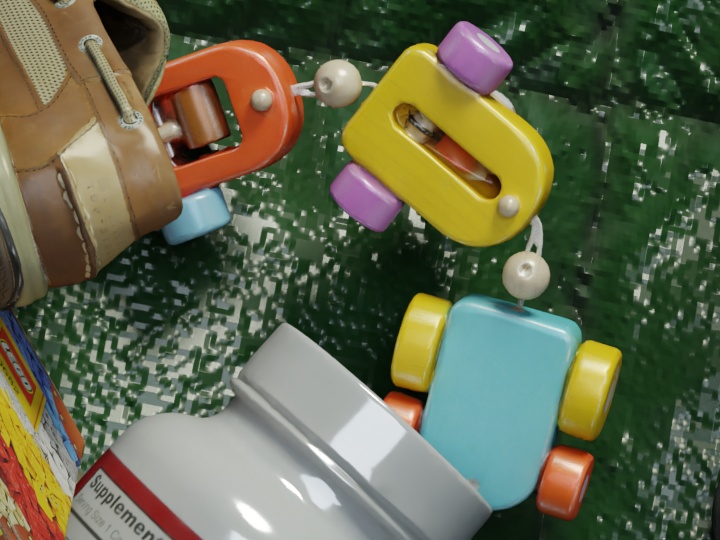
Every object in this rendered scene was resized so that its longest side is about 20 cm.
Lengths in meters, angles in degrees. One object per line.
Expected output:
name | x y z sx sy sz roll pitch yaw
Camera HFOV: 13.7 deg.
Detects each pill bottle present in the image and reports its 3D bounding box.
pill bottle | -0.057 0.117 0.876 0.112 0.112 0.200 42 86 3

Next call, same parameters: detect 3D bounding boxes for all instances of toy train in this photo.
toy train | 0.000 0.000 0.950 0.149 0.056 0.201 -24 92 15

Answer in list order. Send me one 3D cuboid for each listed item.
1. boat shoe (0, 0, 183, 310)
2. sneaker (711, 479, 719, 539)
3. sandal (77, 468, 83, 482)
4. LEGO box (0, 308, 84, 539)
boat shoe | -0.093 -0.063 0.895 0.073 0.076 0.201 -15 41 -3
sneaker | 0.215 0.078 0.936 0.198 0.091 0.077 -4 78 -8
sandal | -0.151 0.027 0.923 0.080 0.054 0.200 -39 86 -11
LEGO box | -0.185 0.082 0.833 0.199 0.149 0.077 -27 103 5
